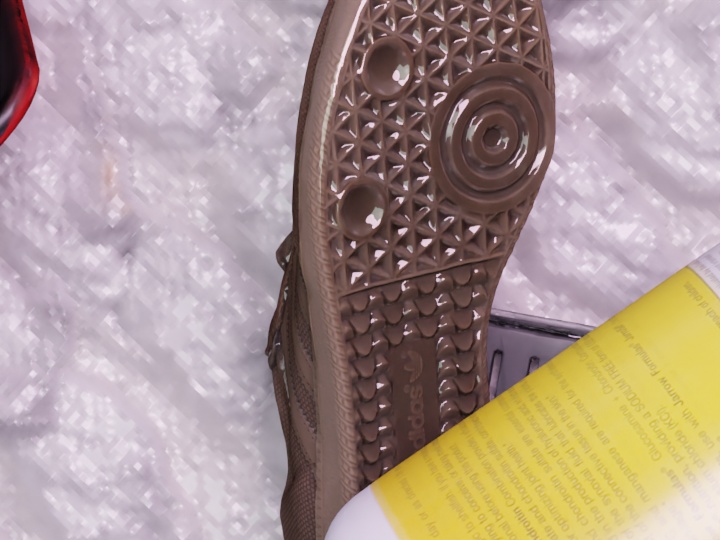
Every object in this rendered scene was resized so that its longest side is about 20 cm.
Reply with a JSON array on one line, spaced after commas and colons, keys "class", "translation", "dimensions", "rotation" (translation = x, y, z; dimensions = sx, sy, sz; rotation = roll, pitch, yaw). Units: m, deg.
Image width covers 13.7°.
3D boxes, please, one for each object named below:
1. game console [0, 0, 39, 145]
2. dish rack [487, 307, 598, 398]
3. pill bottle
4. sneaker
[{"class": "game console", "translation": [-0.195, -0.041, 0.831], "dimensions": [0.200, 0.119, 0.172], "rotation": [-44, 85, 10]}, {"class": "dish rack", "translation": [0.096, 0.091, 0.813], "dimensions": [0.199, 0.055, 0.154], "rotation": [11, 94, 11]}, {"class": "pill bottle", "translation": [0.062, 0.078, 0.721], "dimensions": [0.200, 0.112, 0.112], "rotation": [-34, 86, 1]}, {"class": "sneaker", "translation": [0.000, 0.000, 0.785], "dimensions": [0.070, 0.076, 0.201], "rotation": [-3, 104, -29]}]
